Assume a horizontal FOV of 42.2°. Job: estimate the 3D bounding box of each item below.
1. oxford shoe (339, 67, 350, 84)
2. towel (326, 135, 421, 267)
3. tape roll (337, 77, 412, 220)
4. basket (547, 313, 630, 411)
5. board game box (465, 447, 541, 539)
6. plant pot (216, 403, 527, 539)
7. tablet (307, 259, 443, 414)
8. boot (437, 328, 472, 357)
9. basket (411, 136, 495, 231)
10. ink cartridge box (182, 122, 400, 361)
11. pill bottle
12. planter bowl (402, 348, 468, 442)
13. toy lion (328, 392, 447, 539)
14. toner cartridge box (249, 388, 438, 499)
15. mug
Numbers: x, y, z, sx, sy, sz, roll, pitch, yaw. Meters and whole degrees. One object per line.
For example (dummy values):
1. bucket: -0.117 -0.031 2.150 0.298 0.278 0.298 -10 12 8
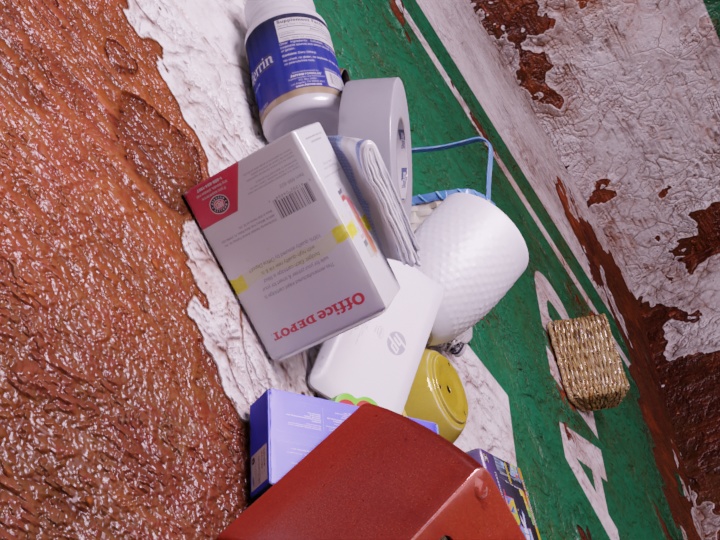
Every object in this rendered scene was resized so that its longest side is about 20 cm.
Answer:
1. oxford shoe: -0.019 -0.203 1.341 0.073 0.084 0.202 13 57 -65
2. towel: -0.012 -0.080 1.030 0.199 0.024 0.148 18 -44 60
3. tape roll: 0.022 -0.137 1.166 0.200 0.065 0.203 -2 90 -80
4. basket: 0.502 0.218 2.128 0.143 0.147 0.202 94 -14 -60
5. board game box: 0.175 0.331 1.130 0.165 0.056 0.202 38 34 -59
6. plant pot: 0.036 0.248 0.772 0.199 0.175 0.201 -38 105 -31
7. tablet: 0.023 0.075 1.089 0.130 0.014 0.202 35 62 -23
8. boot: 0.128 0.087 1.388 0.096 0.073 0.200 56 22 -5
9. basket: 0.120 -0.099 1.443 0.139 0.174 0.203 16 72 -61
10. ink cartridge box: -0.068 -0.029 0.971 0.202 0.144 0.083 63 20 -7
11. pill bottle: -0.087 -0.265 1.205 0.115 0.115 0.202 27 43 -57
12. planter bowl: 0.083 0.165 1.196 0.201 0.083 0.202 48 28 -37
13. toy lion: 0.023 0.217 0.976 0.199 0.068 0.194 -15 78 -45
14. toner cartridge box: -0.011 0.182 0.904 0.198 0.043 0.096 17 52 -28
15. mug: 0.100 0.008 1.259 0.175 0.199 0.148 -46 116 -24
